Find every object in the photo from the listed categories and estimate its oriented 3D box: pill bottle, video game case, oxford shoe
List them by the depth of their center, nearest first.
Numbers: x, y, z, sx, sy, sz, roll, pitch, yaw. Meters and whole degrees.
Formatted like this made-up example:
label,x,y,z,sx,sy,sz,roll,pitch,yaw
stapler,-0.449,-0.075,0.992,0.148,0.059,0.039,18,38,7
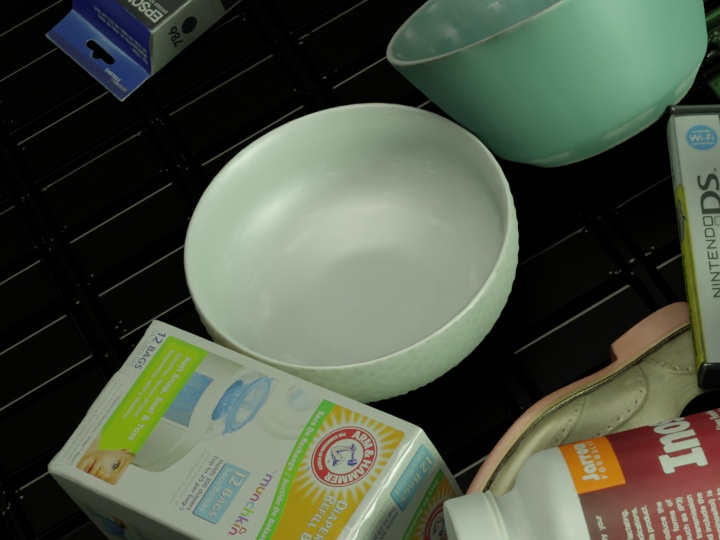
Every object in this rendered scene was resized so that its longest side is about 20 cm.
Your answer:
label,x,y,z,sx,sy,sz,roll,pitch,yaw
pill bottle,0.149,0.137,1.157,0.200,0.113,0.113,-13,54,-3
oxford shoe,0.134,0.101,1.232,0.200,0.071,0.074,-42,58,-11
video game case,0.280,-0.018,1.261,0.200,0.026,0.181,-1,56,0

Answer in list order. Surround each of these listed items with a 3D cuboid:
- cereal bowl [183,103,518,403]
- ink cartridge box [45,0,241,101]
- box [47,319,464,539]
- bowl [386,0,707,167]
label,x,y,z,sx,sy,sz,roll,pitch,yaw
cereal bowl,0.000,0.000,1.330,0.200,0.083,0.200,-8,51,10
ink cartridge box,-0.123,-0.212,1.546,0.200,0.039,0.099,-43,56,-11
box,-0.053,0.124,1.248,0.200,0.101,0.113,20,66,35
bowl,0.126,-0.135,1.342,0.201,0.105,0.201,-27,18,10
